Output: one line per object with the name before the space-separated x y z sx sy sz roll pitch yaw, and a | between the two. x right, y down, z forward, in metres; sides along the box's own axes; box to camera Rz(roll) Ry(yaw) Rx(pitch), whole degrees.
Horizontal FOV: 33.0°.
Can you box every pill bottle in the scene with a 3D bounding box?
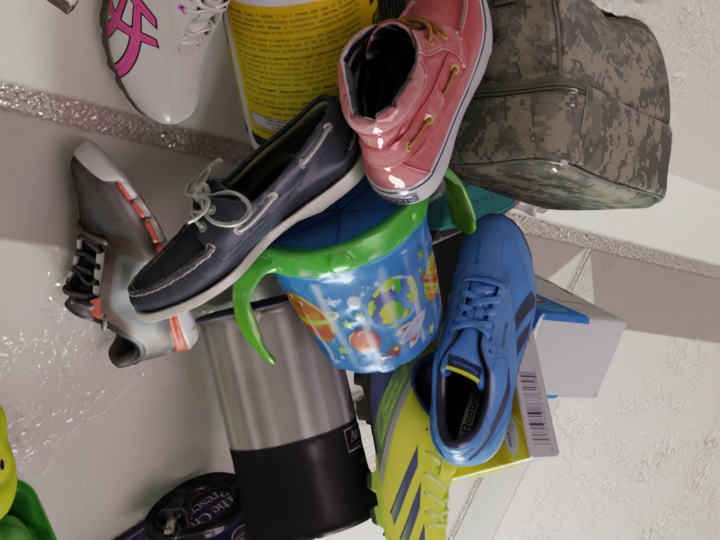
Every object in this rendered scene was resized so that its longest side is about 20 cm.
pill bottle | -0.042 -0.182 0.870 0.112 0.112 0.201 -33 137 -26

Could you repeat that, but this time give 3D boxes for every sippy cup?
sippy cup | 0.000 0.000 0.901 0.177 0.140 0.131 -14 124 12

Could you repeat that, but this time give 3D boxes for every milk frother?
milk frother | -0.102 0.126 1.017 0.199 0.180 0.189 -13 92 -6

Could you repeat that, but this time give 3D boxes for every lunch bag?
lunch bag | 0.160 -0.143 0.970 0.199 0.139 0.169 11 84 -48

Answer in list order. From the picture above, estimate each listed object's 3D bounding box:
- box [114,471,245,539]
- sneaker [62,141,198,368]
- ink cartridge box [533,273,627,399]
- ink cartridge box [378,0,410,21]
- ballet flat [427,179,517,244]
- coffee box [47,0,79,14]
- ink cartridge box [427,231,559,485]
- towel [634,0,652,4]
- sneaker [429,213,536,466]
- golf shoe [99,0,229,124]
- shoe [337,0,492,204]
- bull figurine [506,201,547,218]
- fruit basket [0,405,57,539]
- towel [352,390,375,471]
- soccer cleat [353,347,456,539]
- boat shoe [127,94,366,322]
box | -0.159 0.286 1.052 0.199 0.141 0.079 -32 136 -28
sneaker | -0.181 0.001 0.888 0.082 0.077 0.201 -29 132 -15
ink cartridge box | 0.118 0.038 1.121 0.146 0.200 0.085 6 109 -48
ink cartridge box | 0.093 -0.233 1.005 0.199 0.075 0.165 -32 137 -28
ballet flat | 0.046 -0.052 1.076 0.199 0.072 0.072 -17 134 -1
coffee box | -0.156 -0.261 0.688 0.113 0.080 0.201 35 89 -16
ink cartridge box | 0.063 0.083 1.033 0.047 0.199 0.199 6 67 -46
towel | 0.208 -0.351 1.001 0.200 0.032 0.192 35 56 -51
sneaker | 0.092 0.048 0.922 0.078 0.066 0.201 47 51 -69
golf shoe | -0.124 -0.182 0.803 0.072 0.092 0.201 -24 133 -35
shoe | 0.040 -0.151 0.839 0.091 0.071 0.201 62 38 -53
bull figurine | 0.156 -0.132 1.137 0.200 0.065 0.121 -46 111 -1
fruit basket | -0.293 0.186 0.854 0.215 0.156 0.216 -25 147 -18
towel | -0.036 0.208 1.210 0.199 0.034 0.133 -33 135 -26
soccer cleat | 0.049 0.156 0.962 0.083 0.201 0.065 -12 167 12
boat shoe | -0.083 -0.043 0.831 0.200 0.075 0.062 -36 125 -4
